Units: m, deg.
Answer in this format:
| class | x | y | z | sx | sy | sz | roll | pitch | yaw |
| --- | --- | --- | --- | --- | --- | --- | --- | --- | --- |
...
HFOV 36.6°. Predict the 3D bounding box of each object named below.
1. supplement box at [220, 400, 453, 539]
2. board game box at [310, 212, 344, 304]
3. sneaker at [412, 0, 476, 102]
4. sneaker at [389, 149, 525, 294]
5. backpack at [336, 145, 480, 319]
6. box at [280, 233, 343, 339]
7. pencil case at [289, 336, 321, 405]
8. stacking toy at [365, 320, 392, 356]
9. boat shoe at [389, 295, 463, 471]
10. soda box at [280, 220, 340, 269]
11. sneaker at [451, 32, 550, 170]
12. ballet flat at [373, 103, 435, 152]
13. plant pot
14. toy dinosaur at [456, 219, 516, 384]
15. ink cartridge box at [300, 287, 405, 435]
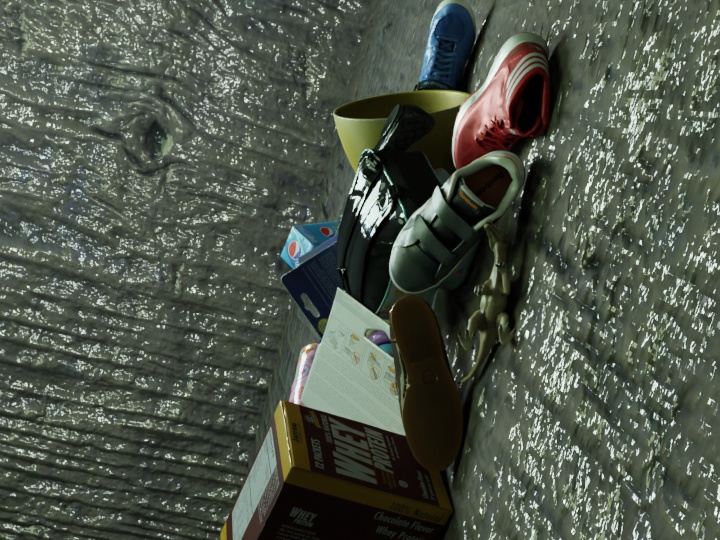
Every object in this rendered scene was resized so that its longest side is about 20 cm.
| class | x | y | z | sx | sy | sz | roll | pitch | yaw |
| --- | --- | --- | --- | --- | --- | --- | --- | --- | --- |
| supplement box | -0.033 | 0.288 | 1.246 | 0.133 | 0.196 | 0.201 | -109 | 41 | -63 |
| board game box | -0.009 | 0.016 | 1.889 | 0.028 | 0.135 | 0.201 | -20 | -39 | -45 |
| sneaker | 0.126 | -0.304 | 1.652 | 0.112 | 0.076 | 0.201 | -77 | 2 | -48 |
| sneaker | 0.102 | -0.057 | 1.203 | 0.200 | 0.078 | 0.079 | -49 | -5 | 7 |
| backpack | 0.052 | -0.035 | 1.387 | 0.176 | 0.152 | 0.201 | 59 | 135 | 43 |
| box | 0.000 | 0.000 | 1.509 | 0.199 | 0.122 | 0.032 | -31 | 21 | 7 |
| pencil case | -0.062 | 0.202 | 1.563 | 0.088 | 0.087 | 0.201 | 117 | 166 | -55 |
| stacking toy | 0.044 | 0.163 | 1.462 | 0.086 | 0.085 | 0.201 | 117 | 160 | -55 |
| boat shoe | 0.075 | 0.129 | 1.250 | 0.070 | 0.070 | 0.202 | 92 | 171 | -80 |
| soda box | -0.046 | -0.044 | 1.970 | 0.064 | 0.199 | 0.068 | 43 | 122 | 30 |
| sneaker | 0.158 | -0.164 | 1.250 | 0.116 | 0.078 | 0.201 | -85 | 12 | -52 |
| ballet flat | 0.033 | -0.135 | 1.444 | 0.067 | 0.056 | 0.200 | -79 | 16 | -48 |
| plant pot | 0.068 | -0.168 | 1.556 | 0.200 | 0.198 | 0.143 | -104 | 6 | -72 |
| toy dinosaur | 0.140 | 0.052 | 1.160 | 0.101 | 0.058 | 0.202 | -53 | -27 | -68 |
| ink cartridge box | 0.021 | 0.142 | 1.373 | 0.200 | 0.043 | 0.175 | 35 | 115 | 37 |
